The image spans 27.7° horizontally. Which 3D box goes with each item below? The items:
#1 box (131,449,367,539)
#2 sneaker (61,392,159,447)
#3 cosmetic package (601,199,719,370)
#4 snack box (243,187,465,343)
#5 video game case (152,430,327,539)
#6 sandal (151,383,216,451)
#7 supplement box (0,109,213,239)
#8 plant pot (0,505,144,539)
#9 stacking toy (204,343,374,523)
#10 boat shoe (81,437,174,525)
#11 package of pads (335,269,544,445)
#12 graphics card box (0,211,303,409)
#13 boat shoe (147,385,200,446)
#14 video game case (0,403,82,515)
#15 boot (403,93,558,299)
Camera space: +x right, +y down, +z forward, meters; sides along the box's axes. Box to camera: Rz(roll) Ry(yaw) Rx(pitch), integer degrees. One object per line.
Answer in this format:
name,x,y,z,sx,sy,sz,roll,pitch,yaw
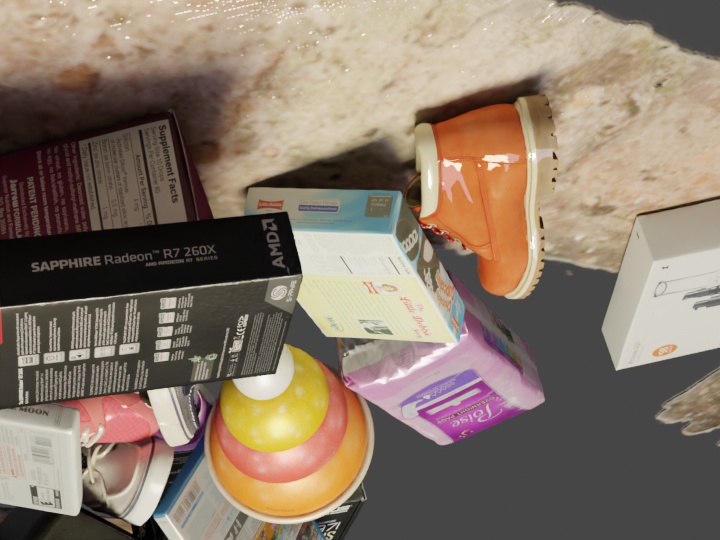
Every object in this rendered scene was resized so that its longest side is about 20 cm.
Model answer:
box,-0.113,0.232,1.419,0.197,0.087,0.164,-4,148,-20
sneaker,-0.251,0.125,1.145,0.198,0.088,0.074,11,142,-25
cosmetic package,0.304,0.010,1.290,0.149,0.052,0.201,-10,150,-6
snack box,0.000,0.000,1.090,0.115,0.038,0.200,3,156,19
video game case,-0.094,0.237,1.274,0.018,0.144,0.201,-14,118,33
sandal,-0.164,0.120,1.238,0.081,0.050,0.203,-14,150,-3
supplement box,-0.195,-0.007,0.953,0.197,0.104,0.131,-14,150,-2
plant pot,-0.252,0.296,1.242,0.199,0.179,0.199,30,168,-16
stacking toy,-0.064,0.105,1.157,0.144,0.148,0.201,-14,154,-4
boat shoe,-0.214,0.172,1.246,0.065,0.073,0.200,22,166,-19
package of pads,0.070,0.081,1.266,0.119,0.076,0.200,-24,150,17
graphics card box,-0.140,0.026,0.880,0.197,0.051,0.126,-6,148,-15
boat shoe,-0.123,0.055,1.105,0.092,0.075,0.201,-16,140,-7
video game case,-0.286,0.121,1.023,0.179,0.024,0.200,10,154,-5
boot,0.083,-0.046,1.070,0.106,0.076,0.201,-10,142,-4
